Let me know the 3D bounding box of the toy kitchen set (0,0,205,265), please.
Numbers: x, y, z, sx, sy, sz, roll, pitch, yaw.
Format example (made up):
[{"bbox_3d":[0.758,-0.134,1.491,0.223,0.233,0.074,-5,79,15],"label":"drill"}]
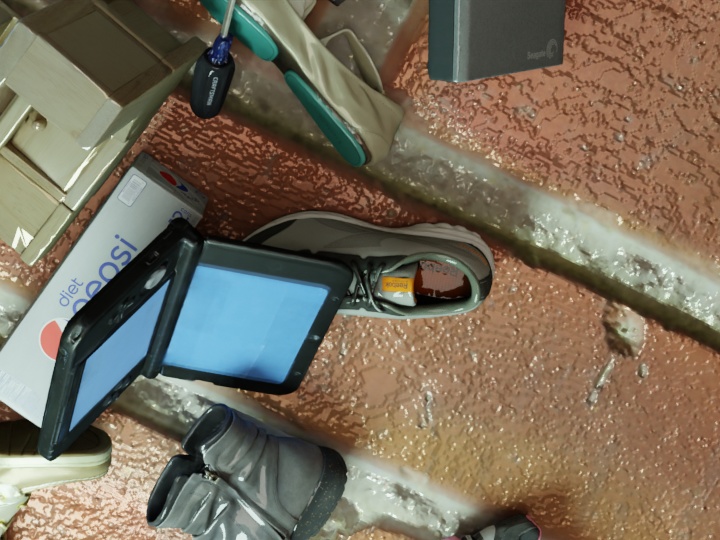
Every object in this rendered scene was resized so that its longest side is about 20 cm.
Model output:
[{"bbox_3d":[-0.244,-0.110,1.086,0.163,0.180,0.200,40,112,-3],"label":"toy kitchen set"}]

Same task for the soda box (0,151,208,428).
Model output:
[{"bbox_3d":[-0.193,0.014,1.197,0.063,0.068,0.200,35,101,-9],"label":"soda box"}]

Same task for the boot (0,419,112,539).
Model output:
[{"bbox_3d":[-0.273,0.198,1.240,0.199,0.072,0.155,-7,104,5],"label":"boot"}]

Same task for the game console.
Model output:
[{"bbox_3d":[-0.118,0.064,1.137,0.116,0.200,0.176,38,56,8],"label":"game console"}]

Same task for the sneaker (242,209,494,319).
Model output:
[{"bbox_3d":[0.000,0.000,1.196,0.199,0.079,0.074,-1,106,-1],"label":"sneaker"}]

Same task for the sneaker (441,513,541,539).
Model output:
[{"bbox_3d":[0.141,0.277,1.281,0.095,0.079,0.200,-29,105,-6],"label":"sneaker"}]

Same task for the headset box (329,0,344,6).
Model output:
[{"bbox_3d":[-0.061,-0.271,1.081,0.200,0.149,0.077,34,83,-11],"label":"headset box"}]

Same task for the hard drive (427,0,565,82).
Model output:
[{"bbox_3d":[0.096,-0.233,1.117,0.033,0.139,0.201,11,107,35],"label":"hard drive"}]

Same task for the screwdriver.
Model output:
[{"bbox_3d":[-0.087,-0.168,1.115,0.029,0.028,0.200,33,144,2],"label":"screwdriver"}]

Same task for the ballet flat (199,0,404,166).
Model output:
[{"bbox_3d":[-0.042,-0.162,1.167,0.069,0.069,0.200,-40,104,8],"label":"ballet flat"}]

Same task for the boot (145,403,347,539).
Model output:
[{"bbox_3d":[-0.108,0.200,1.228,0.131,0.070,0.200,23,92,-33],"label":"boot"}]
